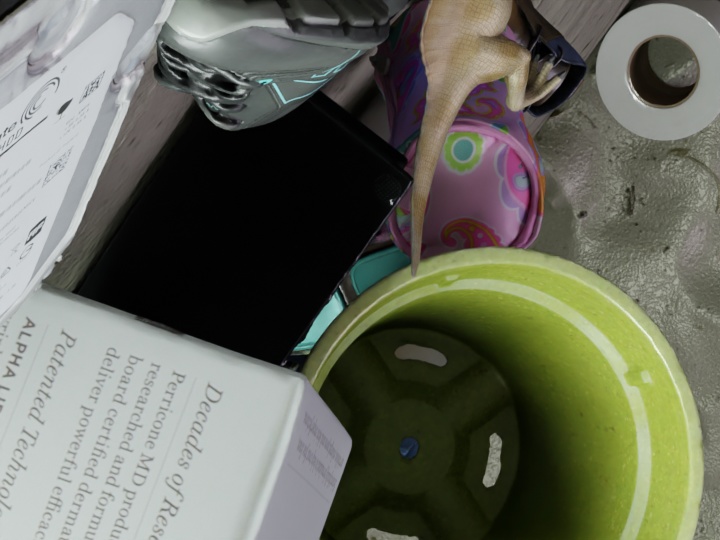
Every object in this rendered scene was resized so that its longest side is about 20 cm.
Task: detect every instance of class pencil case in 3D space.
[{"bbox_3d":[0.047,-0.074,1.017,0.088,0.087,0.200,-54,-163,22],"label":"pencil case"}]

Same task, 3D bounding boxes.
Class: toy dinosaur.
[{"bbox_3d":[0.049,-0.102,0.878,0.101,0.058,0.202,-6,116,-62],"label":"toy dinosaur"}]

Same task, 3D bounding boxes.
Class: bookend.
[{"bbox_3d":[-0.047,-0.006,0.923,0.199,0.092,0.200,-54,176,17],"label":"bookend"}]

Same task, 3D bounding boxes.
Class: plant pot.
[{"bbox_3d":[0.043,0.091,0.974,0.201,0.200,0.184,-51,-171,-8],"label":"plant pot"}]

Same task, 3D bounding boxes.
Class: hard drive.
[{"bbox_3d":[-0.110,-0.025,0.523,0.140,0.038,0.200,-49,173,-42],"label":"hard drive"}]

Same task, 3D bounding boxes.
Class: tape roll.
[{"bbox_3d":[0.456,-0.304,2.899,0.203,0.202,0.139,-54,175,25],"label":"tape roll"}]

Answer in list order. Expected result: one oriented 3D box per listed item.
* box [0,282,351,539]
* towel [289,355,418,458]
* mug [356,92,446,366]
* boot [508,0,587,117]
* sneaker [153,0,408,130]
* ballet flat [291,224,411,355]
[{"bbox_3d":[-0.100,0.123,0.725,0.199,0.130,0.201,71,39,-78],"label":"box"},{"bbox_3d":[-0.026,0.086,1.254,0.112,0.199,0.049,-46,143,-46],"label":"towel"},{"bbox_3d":[0.016,-0.040,1.230,0.154,0.185,0.150,-59,147,-31],"label":"mug"},{"bbox_3d":[0.094,-0.146,1.205,0.075,0.097,0.200,-53,176,10],"label":"boot"},{"bbox_3d":[-0.032,-0.077,0.648,0.079,0.075,0.200,-51,176,16],"label":"sneaker"},{"bbox_3d":[0.000,0.000,1.091,0.199,0.070,0.071,-14,-163,29],"label":"ballet flat"}]
